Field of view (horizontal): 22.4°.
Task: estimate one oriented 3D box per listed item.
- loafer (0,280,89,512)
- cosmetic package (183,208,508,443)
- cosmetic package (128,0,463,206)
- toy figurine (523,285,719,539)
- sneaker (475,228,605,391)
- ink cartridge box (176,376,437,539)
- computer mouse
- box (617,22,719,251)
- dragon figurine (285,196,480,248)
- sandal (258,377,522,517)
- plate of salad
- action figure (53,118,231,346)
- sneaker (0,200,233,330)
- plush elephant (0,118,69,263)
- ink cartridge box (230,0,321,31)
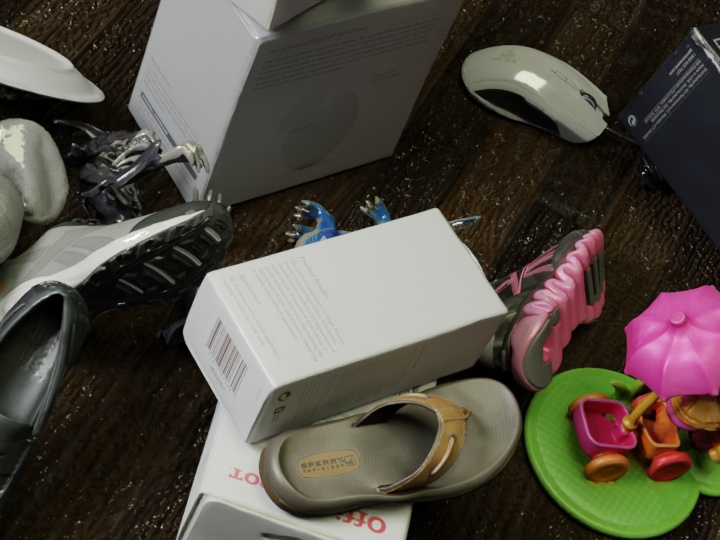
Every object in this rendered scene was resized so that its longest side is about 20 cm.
[{"bbox_3d":[-0.239,0.097,1.174,0.068,0.070,0.202,28,81,-2],"label":"loafer"},{"bbox_3d":[-0.010,0.035,1.248,0.199,0.074,0.102,-14,59,-33],"label":"cosmetic package"},{"bbox_3d":[-0.052,-0.173,1.416,0.198,0.200,0.123,-19,63,-33],"label":"cosmetic package"},{"bbox_3d":[0.246,0.090,1.350,0.198,0.185,0.151,3,54,-21],"label":"toy figurine"},{"bbox_3d":[0.132,0.021,1.435,0.095,0.080,0.200,6,27,27],"label":"sneaker"},{"bbox_3d":[-0.032,0.119,1.278,0.144,0.088,0.201,20,48,-7],"label":"ink cartridge box"},{"bbox_3d":[0.185,-0.149,1.599,0.199,0.044,0.110,21,50,-6],"label":"computer mouse"},{"bbox_3d":[0.363,-0.107,1.566,0.199,0.123,0.199,-16,63,-44],"label":"box"},{"bbox_3d":[0.000,0.000,1.399,0.198,0.059,0.100,1,54,-21],"label":"dragon figurine"},{"bbox_3d":[0.027,0.111,1.215,0.198,0.055,0.082,-7,59,-27],"label":"sandal"},{"bbox_3d":[-0.289,-0.155,1.364,0.199,0.048,0.200,21,10,-4],"label":"plate of salad"},{"bbox_3d":[-0.146,-0.043,1.338,0.102,0.119,0.201,-30,72,0],"label":"action figure"},{"bbox_3d":[-0.178,-0.010,1.256,0.074,0.199,0.080,39,35,-50],"label":"sneaker"},{"bbox_3d":[-0.297,-0.052,1.261,0.155,0.200,0.164,55,45,-1],"label":"plush elephant"},{"bbox_3d":[-0.064,-0.246,1.290,0.200,0.068,0.116,40,49,17],"label":"ink cartridge box"}]
